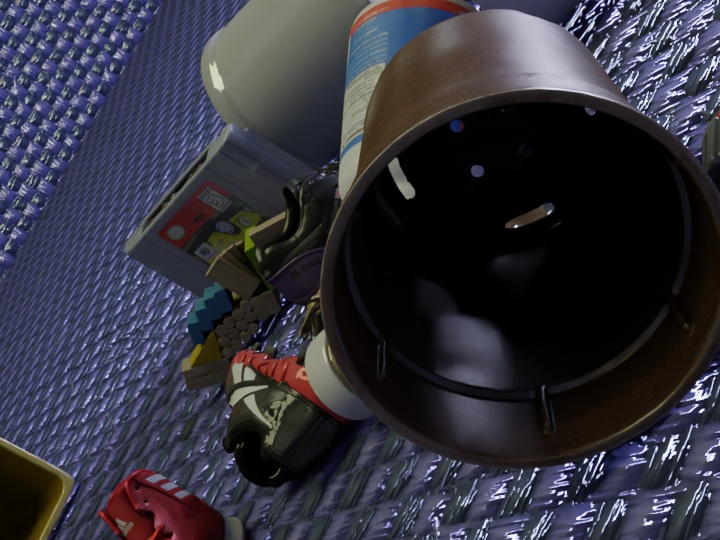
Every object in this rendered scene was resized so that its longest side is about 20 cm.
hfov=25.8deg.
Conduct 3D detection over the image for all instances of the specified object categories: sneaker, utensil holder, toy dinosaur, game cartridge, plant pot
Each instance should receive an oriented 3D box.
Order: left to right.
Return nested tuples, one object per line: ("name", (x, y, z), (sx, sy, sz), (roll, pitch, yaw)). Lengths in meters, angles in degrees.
("plant pot", (-0.459, 0.293, 1.734), (0.200, 0.194, 0.195), (-45, 19, 59))
("sneaker", (-0.141, 0.217, 1.104), (0.078, 0.115, 0.200), (-49, 19, 12))
("game cartridge", (-0.121, -0.043, 1.481), (0.200, 0.132, 0.041), (-43, 28, 39))
("sneaker", (-0.070, 0.111, 1.178), (0.098, 0.071, 0.200), (-58, 19, -12))
("utensil holder", (-0.030, -0.223, 1.500), (0.200, 0.169, 0.171), (-42, 22, 34))
("sneaker", (-0.014, -0.066, 1.313), (0.201, 0.087, 0.076), (-60, 18, -12))
("toy dinosaur", (0.000, 0.000, 1.210), (0.200, 0.058, 0.102), (-43, 21, 37))
("plant pot", (0.076, -0.036, 0.825), (0.201, 0.199, 0.199), (-49, 19, 21))

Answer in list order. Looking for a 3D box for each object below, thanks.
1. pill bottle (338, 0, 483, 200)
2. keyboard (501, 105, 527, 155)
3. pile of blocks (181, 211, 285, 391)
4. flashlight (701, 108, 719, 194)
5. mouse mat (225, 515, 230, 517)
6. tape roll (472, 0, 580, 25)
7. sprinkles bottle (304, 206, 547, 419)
("pill bottle", (0.041, -0.093, 1.143), (0.112, 0.111, 0.202), (-36, 43, 48))
("keyboard", (0.113, -0.129, 1.197), (0.200, 0.039, 0.105), (-112, 34, -68))
("pile of blocks", (-0.111, 0.017, 1.438), (0.200, 0.082, 0.062), (-51, 18, 18))
("flashlight", (0.212, -0.108, 0.815), (0.068, 0.067, 0.201), (-43, 23, 39))
("mouse mat", (-0.168, 0.296, 1.228), (0.200, 0.008, 0.162), (-44, 22, 34))
("tape roll", (0.115, -0.296, 1.183), (0.139, 0.202, 0.203), (-49, 19, 24))
("sprinkles bottle", (0.044, 0.024, 1.031), (0.200, 0.068, 0.069), (-41, 23, 39))
